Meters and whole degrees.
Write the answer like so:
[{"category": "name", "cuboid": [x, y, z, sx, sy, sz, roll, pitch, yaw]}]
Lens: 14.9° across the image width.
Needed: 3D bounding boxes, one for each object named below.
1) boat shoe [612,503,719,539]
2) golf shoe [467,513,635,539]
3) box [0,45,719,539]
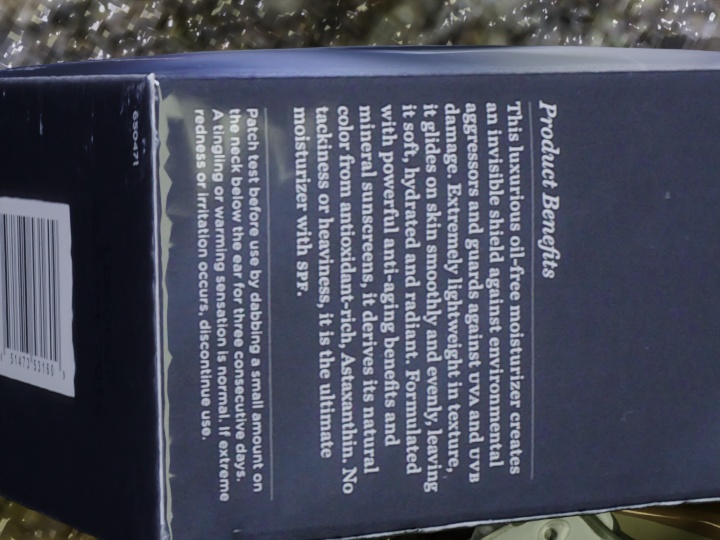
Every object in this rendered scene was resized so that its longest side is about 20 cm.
[{"category": "boat shoe", "cuboid": [0.133, 0.112, 0.882, 0.199, 0.072, 0.072, 13, 105, -5]}, {"category": "golf shoe", "cuboid": [0.039, 0.101, 0.828, 0.199, 0.078, 0.098, 4, 96, 0]}, {"category": "box", "cuboid": [0.000, 0.000, 0.760, 0.197, 0.200, 0.124, -2, 95, -25]}]
